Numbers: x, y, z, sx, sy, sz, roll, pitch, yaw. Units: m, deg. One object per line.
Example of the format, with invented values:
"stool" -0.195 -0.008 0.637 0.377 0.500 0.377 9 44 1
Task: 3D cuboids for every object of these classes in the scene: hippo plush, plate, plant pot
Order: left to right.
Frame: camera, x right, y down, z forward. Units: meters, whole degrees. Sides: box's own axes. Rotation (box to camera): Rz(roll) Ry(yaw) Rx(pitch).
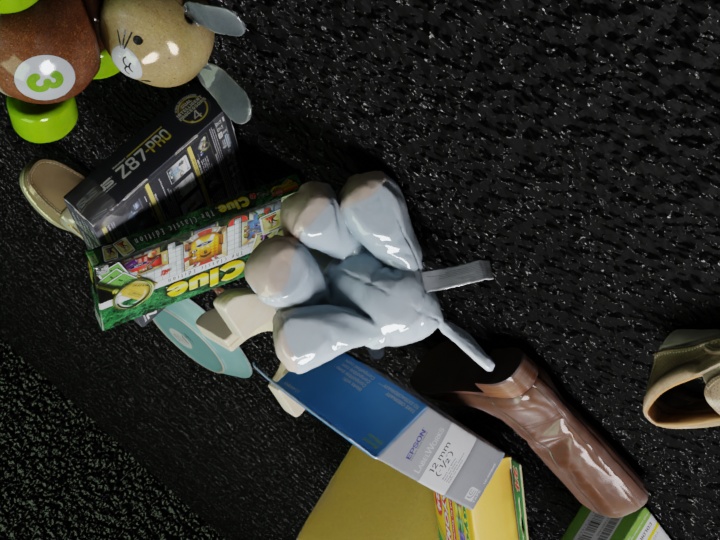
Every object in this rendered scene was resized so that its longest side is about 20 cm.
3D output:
"plate" -0.229 0.085 1.852 0.199 0.026 0.201 34 159 15
"hippo plush" 0.000 0.000 1.149 0.197 0.162 0.161 -1 -178 -6
"plant pot" 0.078 0.311 1.544 0.198 0.197 0.195 17 151 34

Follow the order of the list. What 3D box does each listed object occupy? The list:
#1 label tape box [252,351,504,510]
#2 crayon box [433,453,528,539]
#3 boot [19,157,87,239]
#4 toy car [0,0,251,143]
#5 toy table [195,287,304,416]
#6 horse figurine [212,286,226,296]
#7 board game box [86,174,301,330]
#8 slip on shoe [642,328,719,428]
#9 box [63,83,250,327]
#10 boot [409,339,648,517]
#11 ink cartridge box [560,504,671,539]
"label tape box" 0.017 0.125 1.199 0.143 0.067 0.200 30 174 43
"crayon box" 0.116 0.235 1.345 0.200 0.050 0.129 -172 74 -79
"boot" -0.292 -0.069 1.572 0.199 0.073 0.154 39 162 -16
"toy car" -0.173 -0.176 1.045 0.198 0.159 0.165 21 145 17
"toy table" -0.065 0.049 1.345 0.199 0.117 0.185 18 150 49
"horse figurine" -0.175 -0.021 1.459 0.132 0.050 0.201 32 144 18
"board game box" -0.144 -0.016 1.219 0.024 0.198 0.105 59 160 25
"slip on shoe" 0.253 0.071 0.895 0.076 0.061 0.199 46 160 -15
"box" -0.175 -0.054 1.257 0.049 0.161 0.201 38 162 22
"boot" 0.154 0.149 1.252 0.200 0.065 0.186 43 163 -22
"ink cartridge box" 0.258 0.335 1.318 0.075 0.148 0.200 7 143 54
